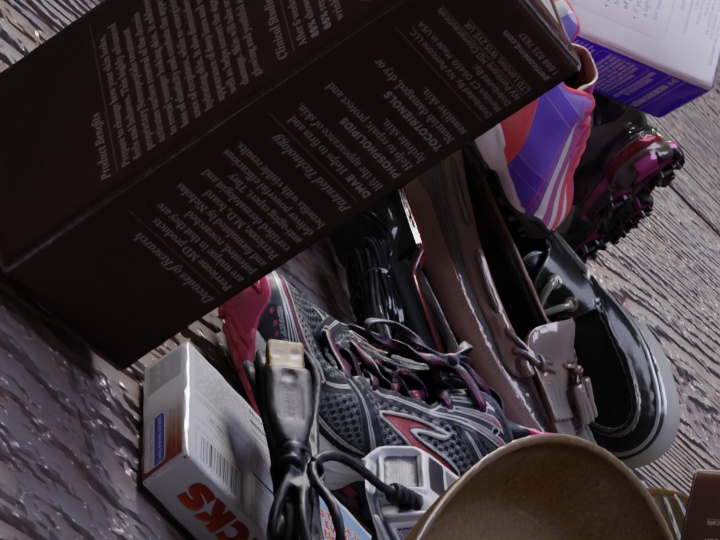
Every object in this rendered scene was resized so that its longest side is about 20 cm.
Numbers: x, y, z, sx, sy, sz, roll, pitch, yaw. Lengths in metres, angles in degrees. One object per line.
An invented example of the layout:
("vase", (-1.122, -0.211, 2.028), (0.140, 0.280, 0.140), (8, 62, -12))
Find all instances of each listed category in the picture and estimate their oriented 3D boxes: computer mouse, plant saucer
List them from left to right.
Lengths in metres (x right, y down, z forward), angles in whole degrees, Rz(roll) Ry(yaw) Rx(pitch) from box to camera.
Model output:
("computer mouse", (0.023, 0.106, 1.042), (0.200, 0.044, 0.110), (38, 24, -39))
("plant saucer", (0.051, 0.157, 0.989), (0.200, 0.035, 0.202), (1, 89, -51))

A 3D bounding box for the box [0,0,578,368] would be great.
("box", (-0.032, -0.065, 0.982), (0.075, 0.199, 0.100), (46, 20, -40))

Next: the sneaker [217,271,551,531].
("sneaker", (0.012, 0.052, 1.144), (0.200, 0.074, 0.081), (40, 23, -43))

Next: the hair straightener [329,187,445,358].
("hair straightener", (0.000, 0.000, 1.289), (0.077, 0.041, 0.201), (42, 26, -42))

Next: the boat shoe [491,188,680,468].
("boat shoe", (0.088, 0.016, 1.454), (0.200, 0.071, 0.064), (54, 14, 21))

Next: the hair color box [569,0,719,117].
("hair color box", (0.088, -0.165, 1.408), (0.199, 0.065, 0.110), (22, 72, -17))

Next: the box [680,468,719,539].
("box", (0.166, 0.191, 1.157), (0.100, 0.075, 0.201), (40, 59, -50))

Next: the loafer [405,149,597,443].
("loafer", (0.072, 0.025, 1.389), (0.201, 0.063, 0.072), (57, 15, 1))

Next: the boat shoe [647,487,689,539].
("boat shoe", (0.164, 0.155, 1.415), (0.199, 0.065, 0.074), (13, 55, -43))

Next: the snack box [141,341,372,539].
("snack box", (-0.010, 0.115, 1.047), (0.200, 0.024, 0.072), (49, 17, -27))

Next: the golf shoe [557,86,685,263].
("golf shoe", (0.114, -0.057, 1.533), (0.092, 0.072, 0.200), (55, -19, 11))

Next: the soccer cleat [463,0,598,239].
("soccer cleat", (0.084, -0.071, 1.333), (0.068, 0.073, 0.200), (63, 5, 22))
